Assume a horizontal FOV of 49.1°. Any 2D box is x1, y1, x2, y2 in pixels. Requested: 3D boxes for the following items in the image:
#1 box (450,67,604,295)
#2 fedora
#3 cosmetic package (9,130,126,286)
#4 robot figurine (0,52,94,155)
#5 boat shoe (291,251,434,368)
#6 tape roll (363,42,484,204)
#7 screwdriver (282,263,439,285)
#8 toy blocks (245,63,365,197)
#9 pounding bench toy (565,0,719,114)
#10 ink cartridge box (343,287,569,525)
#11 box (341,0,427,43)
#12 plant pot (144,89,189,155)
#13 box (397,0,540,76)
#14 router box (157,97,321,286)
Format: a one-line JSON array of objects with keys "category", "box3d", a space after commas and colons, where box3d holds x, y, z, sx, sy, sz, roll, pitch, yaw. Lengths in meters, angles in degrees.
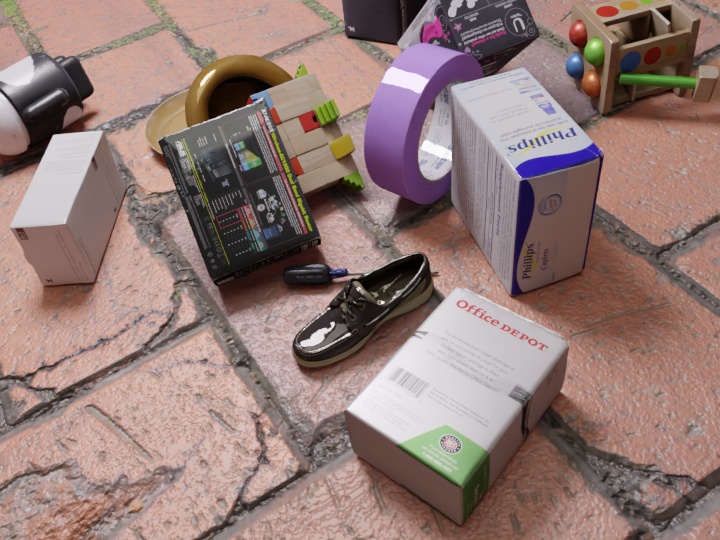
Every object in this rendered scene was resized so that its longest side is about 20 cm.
[{"category": "box", "box3d": [0.192, -0.111, 0.963, 0.104, 0.185, 0.201, -16, 46, -9]}, {"category": "fedora", "box3d": [-0.168, -0.213, 1.157, 0.200, 0.202, 0.082, -37, 16, -25]}, {"category": "cosmetic package", "box3d": [-0.397, -0.089, 1.088, 0.080, 0.113, 0.201, -5, 47, 4]}, {"category": "robot figurine", "box3d": [-0.536, -0.275, 1.277, 0.125, 0.150, 0.200, 47, 61, 0]}, {"category": "boat shoe", "box3d": [0.000, 0.039, 0.931, 0.199, 0.065, 0.073, -34, 53, -20]}, {"category": "tape roll", "box3d": [0.088, -0.193, 1.046, 0.065, 0.201, 0.200, 24, 54, 29]}, {"category": "screwdriver", "box3d": [0.000, 0.000, 0.999, 0.198, 0.028, 0.029, -6, 74, 1]}, {"category": "toy blocks", "box3d": [-0.098, -0.178, 1.101, 0.136, 0.100, 0.202, -24, 90, -18]}, {"category": "pounding bench toy", "box3d": [0.405, -0.306, 1.156, 0.154, 0.125, 0.201, -16, 46, -6]}, {"category": "ink cartridge box", "box3d": [0.103, 0.131, 0.813, 0.145, 0.085, 0.200, 28, 56, 30]}, {"category": "box", "box3d": [0.053, -0.543, 1.392, 0.116, 0.198, 0.201, 16, 51, 22]}, {"category": "plant pot", "box3d": [-0.244, -0.233, 1.260, 0.198, 0.028, 0.201, -5, 45, 5]}, {"category": "box", "box3d": [0.154, -0.342, 1.170, 0.131, 0.200, 0.116, -24, 90, -13]}, {"category": "router box", "box3d": [-0.154, -0.100, 1.016, 0.149, 0.062, 0.202, -21, 84, -6]}]
